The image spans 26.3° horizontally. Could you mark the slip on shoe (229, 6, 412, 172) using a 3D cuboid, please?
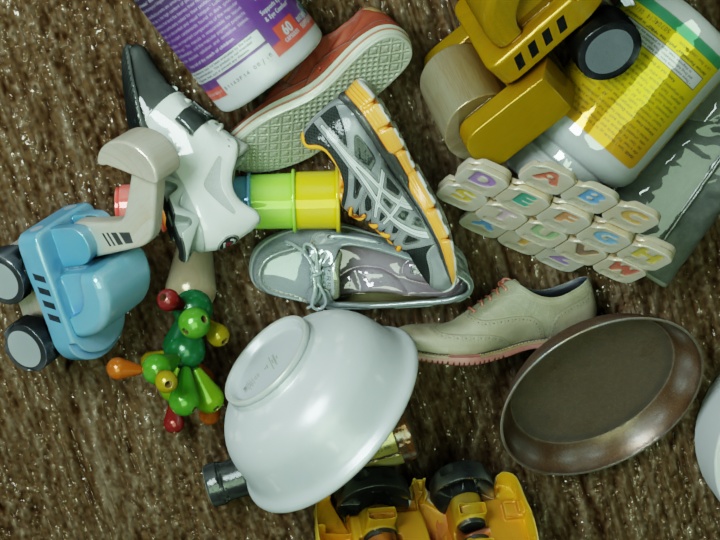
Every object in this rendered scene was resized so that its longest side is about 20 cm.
[{"bbox_3d":[-0.042,-0.156,1.350,0.200,0.061,0.074,-39,137,18],"label":"slip on shoe"}]

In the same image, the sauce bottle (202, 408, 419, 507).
[{"bbox_3d":[-0.047,0.171,1.435,0.200,0.066,0.066,-15,106,-1],"label":"sauce bottle"}]

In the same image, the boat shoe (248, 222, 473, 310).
[{"bbox_3d":[0.001,0.002,1.390,0.201,0.065,0.075,5,105,-6],"label":"boat shoe"}]

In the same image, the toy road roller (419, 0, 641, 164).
[{"bbox_3d":[0.118,-0.202,1.279,0.200,0.123,0.146,-40,132,17],"label":"toy road roller"}]

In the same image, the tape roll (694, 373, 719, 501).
[{"bbox_3d":[0.424,0.165,1.466,0.202,0.071,0.203,-1,105,-5],"label":"tape roll"}]

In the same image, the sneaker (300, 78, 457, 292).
[{"bbox_3d":[0.021,-0.064,1.329,0.077,0.078,0.200,-29,102,4],"label":"sneaker"}]

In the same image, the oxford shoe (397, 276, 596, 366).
[{"bbox_3d":[0.120,0.043,1.414,0.199,0.070,0.075,-6,103,-14],"label":"oxford shoe"}]

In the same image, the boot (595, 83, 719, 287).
[{"bbox_3d":[0.328,-0.069,1.393,0.182,0.073,0.200,33,94,2],"label":"boot"}]

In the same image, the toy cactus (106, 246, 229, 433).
[{"bbox_3d":[-0.161,0.051,1.363,0.102,0.200,0.165,2,66,0],"label":"toy cactus"}]

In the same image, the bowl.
[{"bbox_3d":[-0.053,0.103,1.339,0.201,0.201,0.090,-43,114,8],"label":"bowl"}]

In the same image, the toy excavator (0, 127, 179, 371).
[{"bbox_3d":[-0.218,-0.018,1.303,0.200,0.100,0.195,-4,112,31],"label":"toy excavator"}]

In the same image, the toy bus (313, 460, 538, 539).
[{"bbox_3d":[0.053,0.286,1.443,0.199,0.136,0.192,-4,140,-11],"label":"toy bus"}]

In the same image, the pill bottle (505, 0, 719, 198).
[{"bbox_3d":[0.222,-0.145,1.342,0.113,0.113,0.200,38,100,-13],"label":"pill bottle"}]

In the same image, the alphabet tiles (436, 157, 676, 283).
[{"bbox_3d":[0.167,-0.041,1.335,0.200,0.196,0.015,24,71,-11],"label":"alphabet tiles"}]

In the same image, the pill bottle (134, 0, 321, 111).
[{"bbox_3d":[-0.132,-0.242,1.288,0.111,0.111,0.200,-37,105,6],"label":"pill bottle"}]

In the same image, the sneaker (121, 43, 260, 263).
[{"bbox_3d":[-0.146,-0.109,1.328,0.088,0.074,0.200,-19,78,-15],"label":"sneaker"}]

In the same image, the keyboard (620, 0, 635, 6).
[{"bbox_3d":[0.207,-0.263,1.264,0.011,0.200,0.056,-22,108,15],"label":"keyboard"}]

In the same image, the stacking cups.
[{"bbox_3d":[-0.117,-0.063,1.373,0.199,0.061,0.061,0,106,1],"label":"stacking cups"}]

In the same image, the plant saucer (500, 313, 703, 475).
[{"bbox_3d":[0.217,0.108,1.418,0.200,0.035,0.201,-12,134,-13],"label":"plant saucer"}]
